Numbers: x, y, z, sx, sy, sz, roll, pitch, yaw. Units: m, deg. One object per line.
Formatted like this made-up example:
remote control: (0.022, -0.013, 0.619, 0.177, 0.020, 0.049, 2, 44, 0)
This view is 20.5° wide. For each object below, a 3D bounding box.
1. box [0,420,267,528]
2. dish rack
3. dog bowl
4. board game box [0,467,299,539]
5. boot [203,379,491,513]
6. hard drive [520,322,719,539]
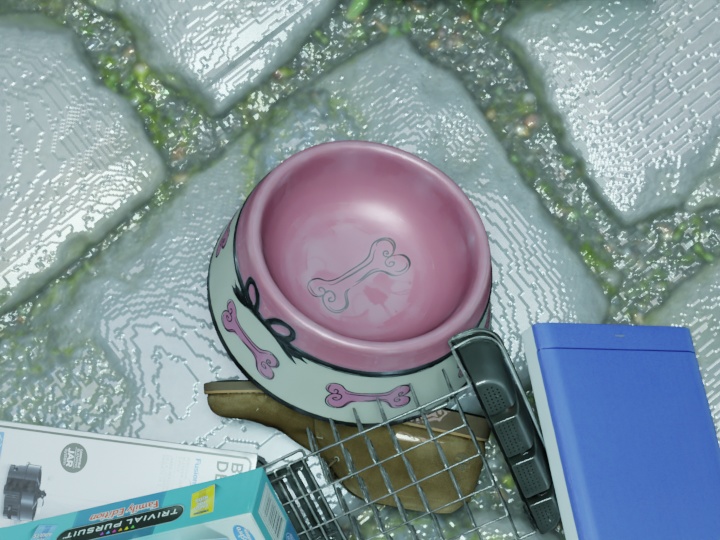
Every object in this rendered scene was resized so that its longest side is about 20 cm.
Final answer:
box: (-0.170, 0.169, 1.354, 0.199, 0.060, 0.117, 8, 80, 4)
dish rack: (0.026, 0.141, 1.292, 0.199, 0.055, 0.154, -24, 122, 2)
dog bowl: (0.000, 0.000, 1.333, 0.199, 0.074, 0.201, 6, 56, -9)
board game box: (-0.127, 0.217, 1.278, 0.199, 0.047, 0.151, -15, 120, 18)
boot: (-0.014, 0.117, 1.356, 0.199, 0.074, 0.076, 12, 90, 3)
hard drive: (0.184, 0.132, 1.313, 0.131, 0.025, 0.201, 3, 64, -30)
